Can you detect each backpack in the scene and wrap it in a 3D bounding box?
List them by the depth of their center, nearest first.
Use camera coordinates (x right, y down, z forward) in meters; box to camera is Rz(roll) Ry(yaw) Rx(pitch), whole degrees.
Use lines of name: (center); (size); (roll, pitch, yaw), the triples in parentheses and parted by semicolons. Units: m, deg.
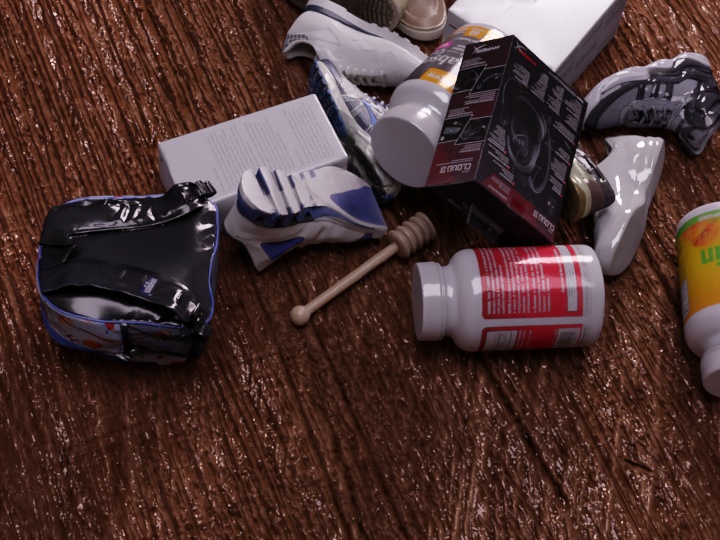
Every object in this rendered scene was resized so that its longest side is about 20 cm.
backpack: (-0.250, 0.007, 1.563); (0.188, 0.155, 0.201); (8, 52, -10)

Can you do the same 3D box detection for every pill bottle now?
pill bottle: (0.159, 0.031, 1.607); (0.198, 0.113, 0.113); (-2, 59, -7)
pill bottle: (0.413, 0.034, 1.628); (0.110, 0.111, 0.202); (4, 59, -3)
pill bottle: (0.103, -0.190, 1.690); (0.116, 0.117, 0.200); (32, 52, 14)

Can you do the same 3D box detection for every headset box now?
headset box: (0.161, -0.131, 1.610); (0.077, 0.148, 0.202); (-4, 62, 46)

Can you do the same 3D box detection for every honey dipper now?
honey dipper: (0.000, 0.000, 1.656); (0.199, 0.038, 0.038); (-34, 67, -20)

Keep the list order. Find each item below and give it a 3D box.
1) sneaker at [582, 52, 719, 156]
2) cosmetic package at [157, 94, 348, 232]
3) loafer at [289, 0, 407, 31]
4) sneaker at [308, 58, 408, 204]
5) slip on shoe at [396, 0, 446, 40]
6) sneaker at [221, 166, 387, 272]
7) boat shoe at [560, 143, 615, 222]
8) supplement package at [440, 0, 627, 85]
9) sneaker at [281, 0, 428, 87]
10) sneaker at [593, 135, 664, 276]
sneaker: (0.365, -0.191, 1.779); (0.198, 0.076, 0.114); (-20, 60, -19)
cosmetic package: (-0.124, -0.119, 1.695); (0.198, 0.071, 0.102); (-19, 63, -16)
loafer: (-0.023, -0.358, 1.850); (0.199, 0.076, 0.068); (31, 36, 21)
sneaker: (0.006, -0.171, 1.747); (0.085, 0.077, 0.201); (-22, 71, -26)
slip on shoe: (0.061, -0.385, 1.879); (0.075, 0.061, 0.202); (-8, 60, -10)
sneaker: (-0.079, -0.056, 1.660); (0.198, 0.115, 0.081); (4, 55, -38)
boat shoe: (0.231, -0.127, 1.722); (0.065, 0.072, 0.201); (-5, 38, -23)
supplement package: (0.216, -0.308, 1.817); (0.155, 0.111, 0.200); (33, 61, 14)
sneaker: (0.001, -0.258, 1.798); (0.199, 0.077, 0.081); (26, 68, 18)
sneaker: (0.292, -0.079, 1.720); (0.088, 0.076, 0.201); (12, 54, 20)
